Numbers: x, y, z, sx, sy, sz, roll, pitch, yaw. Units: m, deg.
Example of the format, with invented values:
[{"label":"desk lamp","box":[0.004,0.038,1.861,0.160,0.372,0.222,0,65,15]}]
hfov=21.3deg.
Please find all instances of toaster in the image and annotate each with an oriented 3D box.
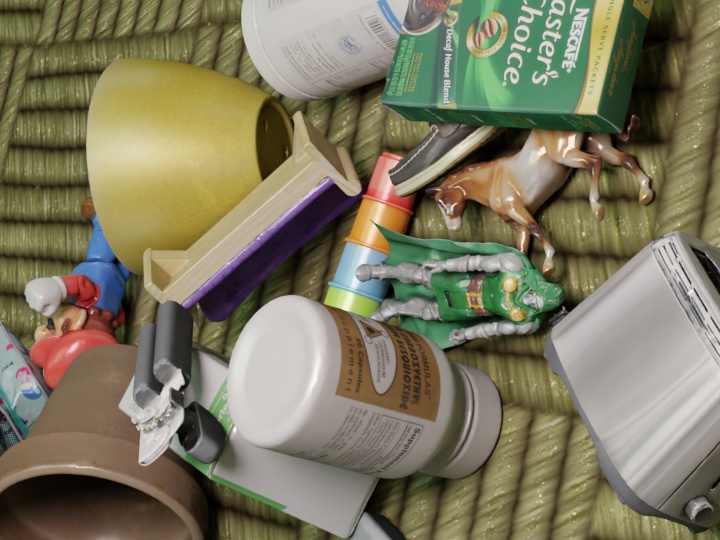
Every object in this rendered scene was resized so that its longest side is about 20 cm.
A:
[{"label":"toaster","box":[0.214,0.066,1.288,0.129,0.113,0.201,-46,43,23]}]

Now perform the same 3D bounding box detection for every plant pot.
[{"label":"plant pot","box":[-0.224,0.166,1.732,0.200,0.200,0.175,-32,35,39]},{"label":"plant pot","box":[-0.139,-0.100,1.733,0.141,0.200,0.201,-5,70,20]}]

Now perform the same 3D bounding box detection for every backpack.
[{"label":"backpack","box":[-0.358,0.160,1.875,0.150,0.201,0.178,-27,37,-12]}]

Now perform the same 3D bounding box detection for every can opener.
[{"label":"can opener","box":[-0.147,0.093,1.494,0.053,0.066,0.200,-47,24,16]}]

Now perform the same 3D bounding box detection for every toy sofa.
[{"label":"toy sofa","box":[-0.085,-0.030,1.638,0.200,0.098,0.083,-41,22,10]}]

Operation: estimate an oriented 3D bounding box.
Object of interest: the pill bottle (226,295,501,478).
[{"label":"pill bottle","box":[0.008,0.096,1.448,0.114,0.199,0.115,-22,59,43]}]

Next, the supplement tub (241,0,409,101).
[{"label":"supplement tub","box":[0.007,-0.229,1.631,0.199,0.131,0.133,-14,65,46]}]

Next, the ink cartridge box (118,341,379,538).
[{"label":"ink cartridge box","box":[-0.091,0.129,1.573,0.200,0.146,0.084,25,88,59]}]

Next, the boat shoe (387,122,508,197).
[{"label":"boat shoe","box":[0.092,-0.135,1.525,0.201,0.072,0.066,-38,90,29]}]

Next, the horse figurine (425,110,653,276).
[{"label":"horse figurine","box":[0.147,-0.070,1.468,0.200,0.050,0.133,-46,51,32]}]

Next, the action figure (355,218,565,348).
[{"label":"action figure","box":[0.081,0.017,1.487,0.199,0.055,0.119,-1,113,48]}]

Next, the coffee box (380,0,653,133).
[{"label":"coffee box","box":[0.117,-0.170,1.439,0.199,0.044,0.124,8,78,38]}]

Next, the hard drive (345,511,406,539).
[{"label":"hard drive","box":[0.028,0.299,1.480,0.200,0.033,0.140,43,109,49]}]

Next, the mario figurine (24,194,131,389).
[{"label":"mario figurine","box":[-0.277,0.027,1.859,0.106,0.123,0.201,-31,37,46]}]

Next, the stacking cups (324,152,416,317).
[{"label":"stacking cups","box":[0.000,0.000,1.604,0.060,0.060,0.201,14,87,51]}]
